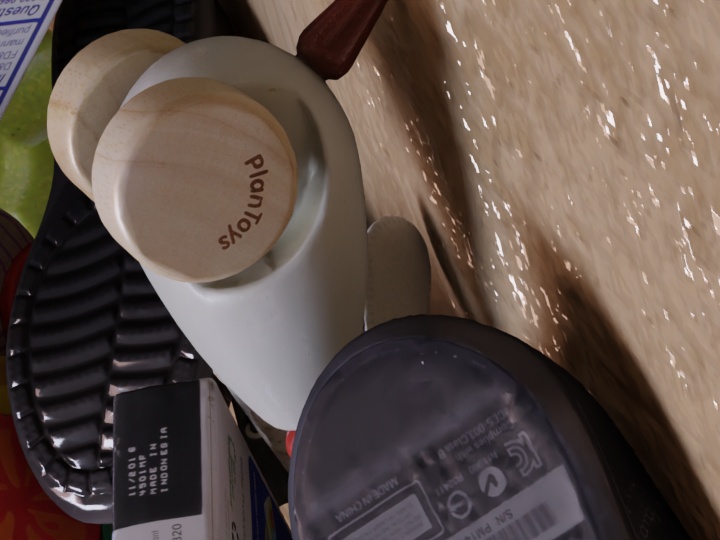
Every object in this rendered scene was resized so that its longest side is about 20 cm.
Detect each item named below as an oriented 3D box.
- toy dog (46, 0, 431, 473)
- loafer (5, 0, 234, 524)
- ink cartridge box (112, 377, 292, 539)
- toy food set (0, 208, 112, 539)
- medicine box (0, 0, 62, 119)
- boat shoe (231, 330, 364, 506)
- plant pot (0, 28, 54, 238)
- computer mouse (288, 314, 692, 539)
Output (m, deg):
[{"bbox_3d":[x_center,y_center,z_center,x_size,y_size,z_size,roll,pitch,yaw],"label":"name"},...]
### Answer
[{"bbox_3d":[0.000,0.000,0.768,0.132,0.096,0.200,50,175,44],"label":"toy dog"},{"bbox_3d":[-0.060,-0.008,0.909,0.071,0.073,0.200,49,-141,-53],"label":"loafer"},{"bbox_3d":[-0.030,0.124,0.851,0.200,0.037,0.095,64,-162,-53],"label":"ink cartridge box"},{"bbox_3d":[-0.132,0.046,0.898,0.049,0.198,0.200,-41,65,38],"label":"toy food set"},{"bbox_3d":[-0.158,-0.161,0.856,0.182,0.103,0.200,60,137,26],"label":"medicine box"},{"bbox_3d":[-0.048,0.003,0.993,0.200,0.057,0.069,55,164,42],"label":"boat shoe"},{"bbox_3d":[-0.168,-0.023,1.121,0.201,0.200,0.184,65,167,6],"label":"plant pot"},{"bbox_3d":[0.048,0.105,0.698,0.053,0.138,0.200,1,-118,-60],"label":"computer mouse"}]
